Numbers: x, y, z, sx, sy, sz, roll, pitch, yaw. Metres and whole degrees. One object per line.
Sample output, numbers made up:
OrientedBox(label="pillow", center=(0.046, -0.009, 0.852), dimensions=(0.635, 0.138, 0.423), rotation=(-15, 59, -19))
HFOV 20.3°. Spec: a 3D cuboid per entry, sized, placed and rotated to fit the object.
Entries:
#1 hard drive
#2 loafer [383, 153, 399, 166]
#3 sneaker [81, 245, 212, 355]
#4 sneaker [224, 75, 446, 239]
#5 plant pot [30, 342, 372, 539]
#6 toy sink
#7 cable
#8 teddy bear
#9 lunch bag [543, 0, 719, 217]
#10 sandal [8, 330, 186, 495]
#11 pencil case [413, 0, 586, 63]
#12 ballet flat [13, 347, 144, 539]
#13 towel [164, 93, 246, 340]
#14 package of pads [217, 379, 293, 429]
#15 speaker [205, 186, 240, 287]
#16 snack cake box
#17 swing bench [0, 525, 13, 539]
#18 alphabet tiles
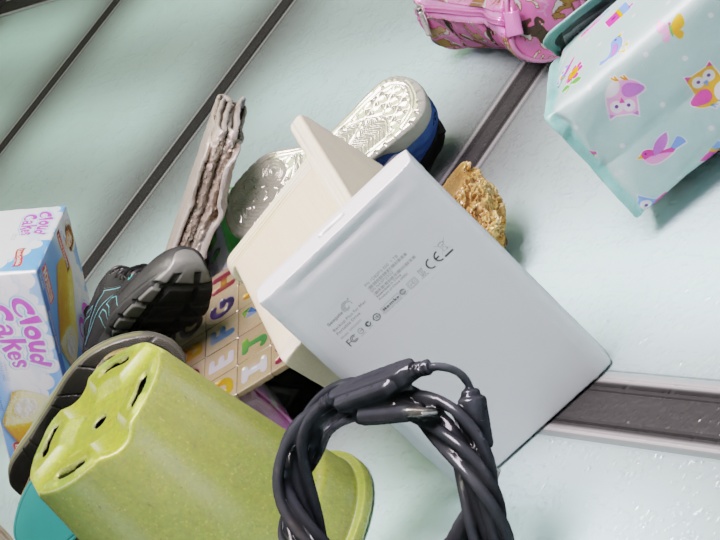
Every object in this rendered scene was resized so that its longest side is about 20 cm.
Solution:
OrientedBox(label="hard drive", center=(0.048, 0.036, 1.286), dimensions=(0.132, 0.200, 0.026), rotation=(-42, 24, 10))
OrientedBox(label="loafer", center=(0.000, 0.000, 1.613), dimensions=(0.201, 0.063, 0.072), rotation=(-56, -10, -13))
OrientedBox(label="sneaker", center=(-0.180, 0.025, 1.593), dimensions=(0.200, 0.075, 0.080), rotation=(-45, 51, 49))
OrientedBox(label="sneaker", center=(-0.015, -0.077, 1.700), dimensions=(0.199, 0.111, 0.077), rotation=(-37, 65, 4))
OrientedBox(label="plant pot", center=(-0.124, 0.156, 1.417), dimensions=(0.200, 0.184, 0.201), rotation=(-37, 25, 20))
OrientedBox(label="toy sink", center=(-0.005, 0.004, 1.399), dimensions=(0.112, 0.130, 0.200), rotation=(-50, 34, 13))
OrientedBox(label="cable", center=(0.020, 0.144, 1.250), dimensions=(0.051, 0.164, 0.199), rotation=(-20, -3, -46))
OrientedBox(label="teddy bear", center=(0.044, 0.015, 1.524), dimensions=(0.201, 0.067, 0.145), rotation=(-53, 13, 2))
OrientedBox(label="lunch bag", center=(0.219, -0.159, 1.410), dimensions=(0.170, 0.122, 0.200), rotation=(-40, 16, 22))
OrientedBox(label="sandal", center=(-0.213, 0.108, 1.587), dimensions=(0.201, 0.080, 0.058), rotation=(-42, 20, 31))
OrientedBox(label="pencil case", center=(0.118, -0.225, 1.737), dimensions=(0.087, 0.083, 0.200), rotation=(-49, 24, -8))
OrientedBox(label="ballet flat", center=(-0.197, 0.138, 1.528), dimensions=(0.201, 0.070, 0.071), rotation=(-59, 17, 25))
OrientedBox(label="towel", center=(-0.136, -0.043, 1.689), dimensions=(0.133, 0.034, 0.201), rotation=(-91, 20, -69))
OrientedBox(label="package of pads", center=(-0.130, 0.120, 1.626), dimensions=(0.121, 0.076, 0.200), rotation=(-47, 23, 1))
OrientedBox(label="speaker", center=(-0.092, -0.004, 1.737), dimensions=(0.088, 0.088, 0.200), rotation=(-43, 24, 9))
OrientedBox(label="snack cake box", center=(-0.262, 0.063, 1.655), dimensions=(0.066, 0.202, 0.115), rotation=(-5, 28, 10))
OrientedBox(label="swing bench", center=(-0.354, 0.247, 1.616), dimensions=(0.129, 0.202, 0.199), rotation=(-10, 11, -24))
OrientedBox(label="alphabet tiles", center=(-0.069, 0.027, 1.565), dimensions=(0.199, 0.006, 0.167), rotation=(-32, 33, 21))
